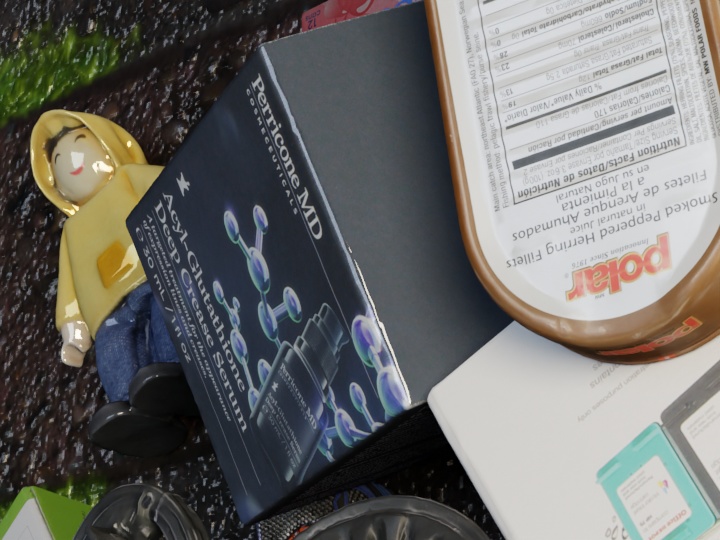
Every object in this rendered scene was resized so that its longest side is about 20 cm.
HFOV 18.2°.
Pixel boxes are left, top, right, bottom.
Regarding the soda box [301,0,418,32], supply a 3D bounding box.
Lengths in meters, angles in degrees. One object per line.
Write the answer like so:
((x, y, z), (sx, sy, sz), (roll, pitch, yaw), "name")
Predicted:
((0.066, -0.111, 1.000), (0.199, 0.070, 0.064), (-21, 60, 40), "soda box")

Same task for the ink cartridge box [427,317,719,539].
((0.150, 0.094, 0.761), (0.146, 0.147, 0.200), (-40, 49, 12), "ink cartridge box")

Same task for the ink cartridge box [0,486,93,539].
((-0.140, 0.223, 1.060), (0.148, 0.076, 0.200), (-57, 36, 14), "ink cartridge box")

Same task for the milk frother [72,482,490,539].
((0.006, 0.165, 0.839), (0.180, 0.188, 0.200), (-40, 47, 6), "milk frother")

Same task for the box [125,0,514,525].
((0.000, 0.000, 0.914), (0.149, 0.107, 0.200), (67, 153, 11), "box")

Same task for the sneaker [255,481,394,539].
((-0.011, 0.158, 0.969), (0.075, 0.078, 0.201), (-42, 49, 26), "sneaker")

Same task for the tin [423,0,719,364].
((0.078, -0.069, 0.748), (0.112, 0.042, 0.201), (-20, 70, 32), "tin")

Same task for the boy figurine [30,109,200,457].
((-0.119, -0.008, 1.159), (0.124, 0.064, 0.201), (-40, 53, 32), "boy figurine")
